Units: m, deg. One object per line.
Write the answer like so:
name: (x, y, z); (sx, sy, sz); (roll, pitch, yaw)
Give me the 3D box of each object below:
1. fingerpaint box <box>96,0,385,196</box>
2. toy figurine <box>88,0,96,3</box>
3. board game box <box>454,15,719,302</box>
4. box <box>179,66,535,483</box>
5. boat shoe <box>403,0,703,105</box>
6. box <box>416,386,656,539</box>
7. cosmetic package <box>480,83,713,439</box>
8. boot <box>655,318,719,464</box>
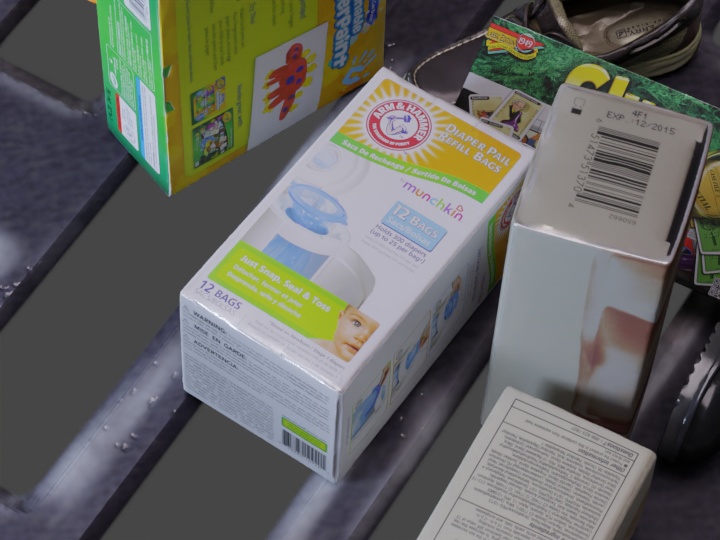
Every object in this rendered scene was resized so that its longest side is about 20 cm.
fingerpaint box: (-0.068, -0.163, 1.461); (0.167, 0.200, 0.073); (-32, 62, -21)
toy figurine: (-0.196, -0.230, 1.560); (0.184, 0.150, 0.200); (12, 33, 17)
board game box: (0.147, -0.066, 1.463); (0.200, 0.023, 0.105); (24, 90, 19)
box: (0.000, 0.000, 1.410); (0.112, 0.101, 0.200); (31, 60, 17)
boat shoe: (0.117, -0.142, 1.535); (0.200, 0.065, 0.073); (-20, 61, -14)
box: (0.071, 0.171, 1.310); (0.095, 0.078, 0.200); (26, 58, 15)
cosmetic package: (0.126, 0.005, 1.353); (0.087, 0.200, 0.103); (16, 58, 7)
boot: (0.286, 0.083, 1.394); (0.200, 0.066, 0.165); (29, 61, 12)
